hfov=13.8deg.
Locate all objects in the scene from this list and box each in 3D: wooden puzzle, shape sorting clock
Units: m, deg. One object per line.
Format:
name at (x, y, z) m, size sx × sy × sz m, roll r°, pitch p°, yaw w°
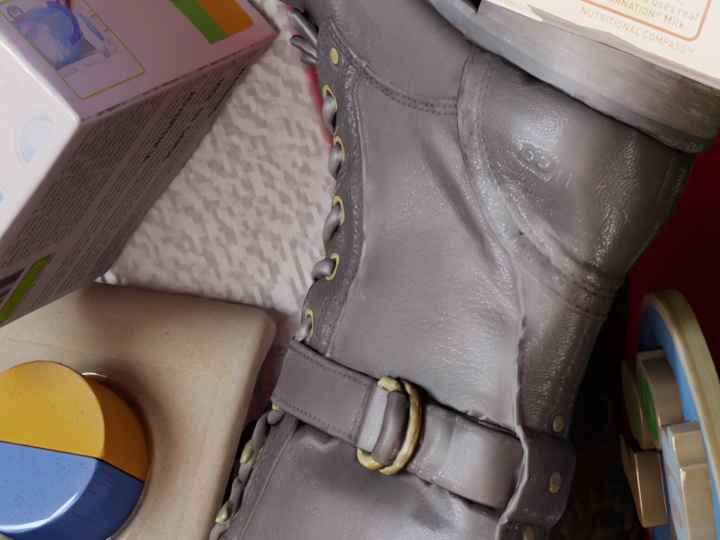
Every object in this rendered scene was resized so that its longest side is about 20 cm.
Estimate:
wooden puzzle at (-0.135, 0.086, 0.884) m, size 0.185 × 0.046 × 0.201 m, roll 8°, pitch 71°, yaw 29°
shape sorting clock at (0.087, 0.105, 0.746) m, size 0.039 × 0.200 × 0.201 m, roll -9°, pitch 105°, yaw -4°

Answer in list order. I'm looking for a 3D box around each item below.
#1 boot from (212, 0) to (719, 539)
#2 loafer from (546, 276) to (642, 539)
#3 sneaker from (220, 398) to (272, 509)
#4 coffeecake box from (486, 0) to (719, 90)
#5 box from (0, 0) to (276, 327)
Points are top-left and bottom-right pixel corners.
boot at (0.000, 0.000, 0.748) m, size 0.200 × 0.069 × 0.175 m, roll 33°, pitch 103°, yaw 50°
loafer at (0.036, 0.060, 0.828) m, size 0.067 × 0.076 × 0.201 m, roll 8°, pitch 101°, yaw 30°
sneaker at (-0.002, 0.130, 0.873) m, size 0.077 × 0.079 × 0.201 m, roll -7°, pitch 85°, yaw 48°
coffeecake box at (0.098, -0.152, 0.637) m, size 0.073 × 0.153 × 0.201 m, roll 22°, pitch 108°, yaw 13°
box at (-0.143, -0.090, 0.863) m, size 0.200 × 0.101 × 0.113 m, roll 46°, pitch 124°, yaw 10°
